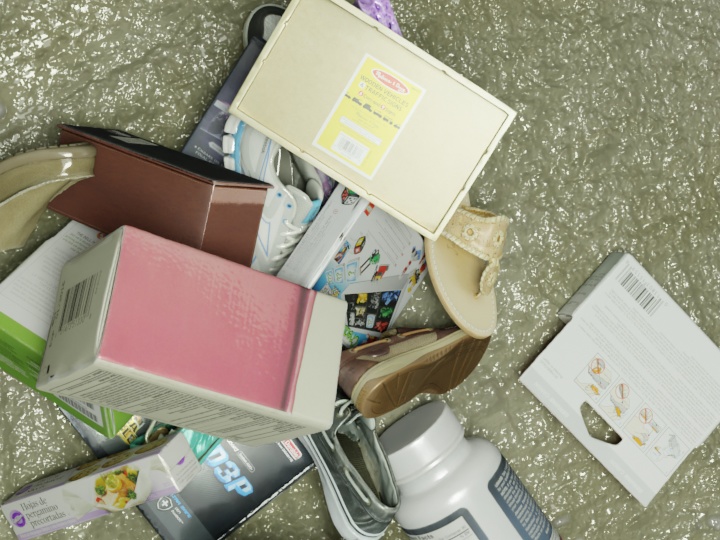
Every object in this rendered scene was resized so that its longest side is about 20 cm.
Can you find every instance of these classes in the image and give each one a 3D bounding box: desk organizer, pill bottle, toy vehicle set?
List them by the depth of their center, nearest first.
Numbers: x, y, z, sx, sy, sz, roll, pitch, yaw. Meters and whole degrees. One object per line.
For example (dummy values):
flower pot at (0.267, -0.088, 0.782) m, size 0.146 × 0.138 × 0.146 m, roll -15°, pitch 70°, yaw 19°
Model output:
toy vehicle set at (0.010, -0.128, 0.943) m, size 0.200 × 0.027 × 0.124 m, roll 33°, pitch 100°, yaw -3°
desk organizer at (-0.176, -0.063, 1.002) m, size 0.072 × 0.200 × 0.077 m, roll -1°, pitch 108°, yaw -53°
pill bottle at (0.101, 0.229, 1.119) m, size 0.120 × 0.120 × 0.200 m, roll -37°, pitch 99°, yaw -11°

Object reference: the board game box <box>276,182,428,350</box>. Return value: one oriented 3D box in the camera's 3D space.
board game box at (0.000, 0.000, 1.060) m, size 0.035 × 0.200 × 0.126 m, roll 31°, pitch 82°, yaw 25°

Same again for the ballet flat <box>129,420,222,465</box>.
ballet flat at (-0.124, 0.108, 1.038) m, size 0.200 × 0.067 × 0.070 m, roll -44°, pitch 107°, yaw -9°

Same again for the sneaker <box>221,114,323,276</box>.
sneaker at (-0.068, -0.042, 1.007) m, size 0.075 × 0.087 × 0.200 m, roll -19°, pitch 112°, yaw -42°

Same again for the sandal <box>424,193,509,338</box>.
sandal at (0.104, -0.047, 1.102) m, size 0.078 × 0.070 × 0.212 m, roll 2°, pitch 67°, yaw -40°

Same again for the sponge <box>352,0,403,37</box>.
sponge at (0.014, -0.177, 1.048) m, size 0.030 × 0.200 × 0.112 m, roll -25°, pitch 96°, yaw -7°

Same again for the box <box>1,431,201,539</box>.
box at (-0.226, 0.188, 1.015) m, size 0.200 × 0.041 × 0.039 m, roll -21°, pitch 101°, yaw 31°

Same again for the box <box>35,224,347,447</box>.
box at (-0.129, 0.057, 0.917) m, size 0.200 × 0.128 × 0.109 m, roll 20°, pitch 66°, yaw -30°

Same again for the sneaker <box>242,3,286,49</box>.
sneaker at (-0.046, -0.158, 1.092) m, size 0.076 × 0.088 × 0.200 m, roll -25°, pitch 96°, yaw -11°

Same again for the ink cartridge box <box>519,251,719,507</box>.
ink cartridge box at (0.275, 0.111, 1.200) m, size 0.200 × 0.044 × 0.174 m, roll 45°, pitch 81°, yaw -11°

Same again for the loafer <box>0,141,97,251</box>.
loafer at (-0.300, -0.053, 1.004) m, size 0.200 × 0.076 × 0.068 m, roll -21°, pitch 92°, yaw 26°

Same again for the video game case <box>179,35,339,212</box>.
video game case at (-0.090, -0.089, 1.062) m, size 0.143 × 0.019 × 0.200 m, roll 36°, pitch 108°, yaw 0°

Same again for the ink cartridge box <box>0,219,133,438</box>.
ink cartridge box at (-0.212, 0.025, 1.035) m, size 0.148 × 0.076 × 0.200 m, roll 30°, pitch 55°, yaw 16°

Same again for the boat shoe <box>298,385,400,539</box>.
boat shoe at (-0.012, 0.147, 1.075) m, size 0.072 × 0.071 × 0.200 m, roll -1°, pitch 55°, yaw -44°

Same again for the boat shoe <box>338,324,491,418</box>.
boat shoe at (0.047, 0.078, 1.106) m, size 0.200 × 0.072 × 0.072 m, roll -19°, pitch 137°, yaw -46°

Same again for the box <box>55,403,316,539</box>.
box at (-0.160, 0.147, 1.090) m, size 0.159 × 0.046 × 0.200 m, roll -37°, pitch 99°, yaw -11°
